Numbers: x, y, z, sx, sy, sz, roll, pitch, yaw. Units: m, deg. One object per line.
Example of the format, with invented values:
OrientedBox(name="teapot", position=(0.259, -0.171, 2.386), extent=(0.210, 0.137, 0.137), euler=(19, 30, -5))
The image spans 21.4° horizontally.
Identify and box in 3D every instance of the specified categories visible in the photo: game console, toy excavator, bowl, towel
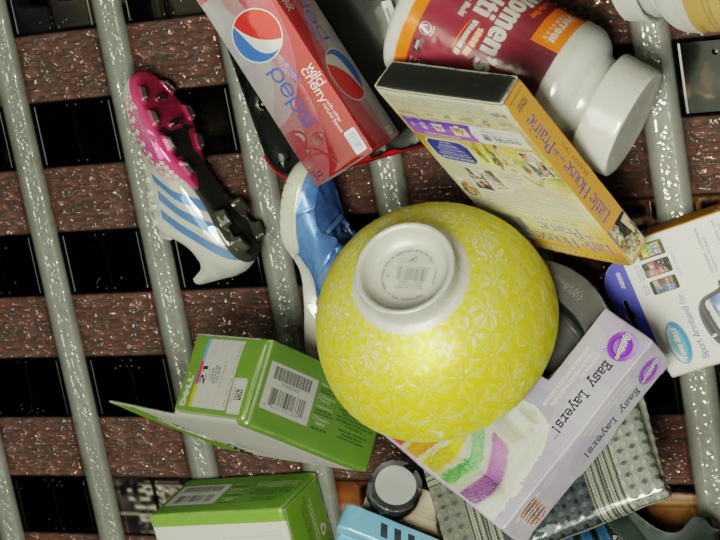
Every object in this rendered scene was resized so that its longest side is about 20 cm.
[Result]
OrientedBox(name="game console", position=(-0.028, -0.184, 1.607), extent=(0.177, 0.031, 0.200), euler=(-15, 101, 26))
OrientedBox(name="toy excavator", position=(-0.003, 0.265, 1.624), extent=(0.194, 0.200, 0.100), euler=(21, 156, 5))
OrientedBox(name="bowl", position=(0.048, 0.022, 1.483), extent=(0.200, 0.108, 0.200), euler=(-7, 62, 14))
OrientedBox(name="towel", position=(0.139, 0.129, 1.547), extent=(0.192, 0.035, 0.200), euler=(-24, 58, 16))

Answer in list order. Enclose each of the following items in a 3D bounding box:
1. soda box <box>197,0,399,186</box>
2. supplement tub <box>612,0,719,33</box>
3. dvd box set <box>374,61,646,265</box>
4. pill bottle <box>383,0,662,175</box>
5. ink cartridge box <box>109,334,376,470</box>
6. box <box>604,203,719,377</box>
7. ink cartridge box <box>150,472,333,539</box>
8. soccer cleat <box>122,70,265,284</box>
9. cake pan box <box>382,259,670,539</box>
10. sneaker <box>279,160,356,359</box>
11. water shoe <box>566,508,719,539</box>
OrientedBox(name="soda box", position=(-0.054, -0.174, 1.564), extent=(0.063, 0.070, 0.200), euler=(-31, 94, 27))
OrientedBox(name="supplement tub", position=(0.285, -0.243, 1.354), extent=(0.200, 0.145, 0.145), euler=(0, 108, 27))
OrientedBox(name="dvd box set", position=(0.117, -0.082, 1.471), extent=(0.146, 0.029, 0.200), euler=(14, 154, 50))
OrientedBox(name="pill bottle", position=(0.127, -0.160, 1.485), extent=(0.200, 0.110, 0.110), euler=(30, 118, 15))
OrientedBox(name="ink cartridge box", position=(-0.101, 0.113, 1.671), extent=(0.200, 0.148, 0.076), euler=(3, 72, 47))
OrientedBox(name="box", position=(0.295, 0.006, 1.501), extent=(0.200, 0.041, 0.119), euler=(-19, 98, 33))
OrientedBox(name="ink cartridge box", position=(-0.095, 0.299, 1.783), extent=(0.148, 0.076, 0.200), euler=(-6, 108, 28))
OrientedBox(name="soccer cleat", position=(-0.167, -0.077, 1.688), extent=(0.086, 0.070, 0.200), euler=(-30, 93, 31))
OrientedBox(name="cake pan box", position=(0.121, 0.089, 1.525), extent=(0.184, 0.052, 0.200), euler=(38, 87, 33))
OrientedBox(name="sneaker", position=(0.001, -0.001, 1.617), extent=(0.111, 0.077, 0.200), euler=(9, 120, 29))
OrientedBox(name="water shoe", position=(0.212, 0.228, 1.617), extent=(0.200, 0.071, 0.079), euler=(7, 83, 26))
